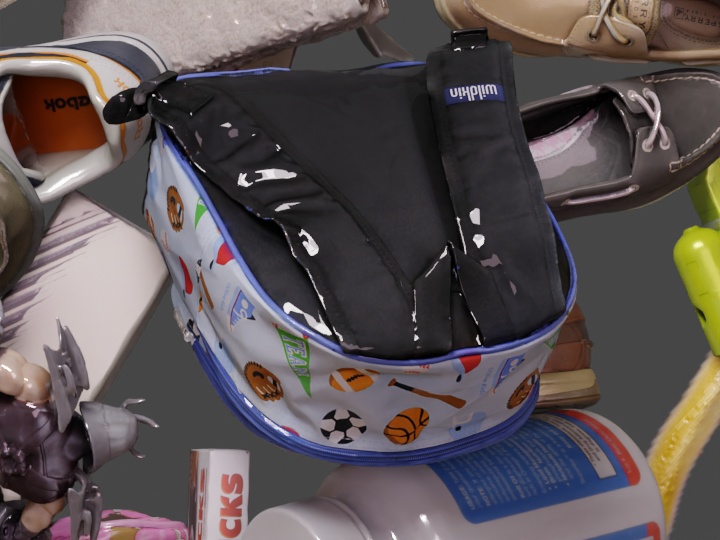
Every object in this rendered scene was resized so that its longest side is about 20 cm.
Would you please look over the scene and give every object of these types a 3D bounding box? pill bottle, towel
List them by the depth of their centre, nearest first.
[{"bbox_3d":[0.043,0.135,0.847,0.199,0.112,0.114,-7,85,-38],"label":"pill bottle"},{"bbox_3d":[-0.077,-0.162,0.879,0.198,0.034,0.134,-16,77,31],"label":"towel"}]

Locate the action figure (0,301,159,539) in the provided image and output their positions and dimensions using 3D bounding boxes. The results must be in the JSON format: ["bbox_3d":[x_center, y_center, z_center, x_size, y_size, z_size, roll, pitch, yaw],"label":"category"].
[{"bbox_3d":[-0.189,0.071,0.788,0.198,0.069,0.132,-3,108,0],"label":"action figure"}]

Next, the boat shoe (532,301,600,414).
[{"bbox_3d":[0.028,0.044,0.922,0.198,0.072,0.068,-2,80,-15],"label":"boat shoe"}]

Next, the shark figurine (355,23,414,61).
[{"bbox_3d":[0.037,-0.220,0.938,0.128,0.089,0.215,41,78,-2],"label":"shark figurine"}]

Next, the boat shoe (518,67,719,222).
[{"bbox_3d":[0.113,-0.061,0.932,0.198,0.057,0.067,-19,78,-1],"label":"boat shoe"}]

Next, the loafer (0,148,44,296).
[{"bbox_3d":[-0.223,0.013,0.829,0.075,0.070,0.200,46,123,-7],"label":"loafer"}]

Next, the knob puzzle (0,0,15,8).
[{"bbox_3d":[-0.213,-0.204,0.904,0.217,0.030,0.222,-2,74,6],"label":"knob puzzle"}]

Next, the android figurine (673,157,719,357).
[{"bbox_3d":[0.259,-0.023,0.977,0.180,0.041,0.202,-21,90,-10],"label":"android figurine"}]

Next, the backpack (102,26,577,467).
[{"bbox_3d":[0.000,0.000,0.800,0.198,0.155,0.191,-11,42,-20],"label":"backpack"}]

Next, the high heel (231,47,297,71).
[{"bbox_3d":[-0.059,-0.139,0.931,0.067,0.095,0.202,11,73,-46],"label":"high heel"}]

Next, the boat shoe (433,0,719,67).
[{"bbox_3d":[0.134,-0.145,0.929,0.198,0.064,0.072,1,97,-25],"label":"boat shoe"}]

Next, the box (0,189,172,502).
[{"bbox_3d":[-0.168,0.064,0.881,0.068,0.082,0.201,30,79,-4],"label":"box"}]

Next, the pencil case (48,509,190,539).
[{"bbox_3d":[-0.131,0.220,0.871,0.086,0.083,0.202,3,85,-9],"label":"pencil case"}]

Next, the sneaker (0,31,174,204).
[{"bbox_3d":[-0.192,-0.068,0.857,0.198,0.080,0.079,-14,110,15],"label":"sneaker"}]

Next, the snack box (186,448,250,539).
[{"bbox_3d":[-0.075,0.191,0.887,0.024,0.072,0.202,3,84,-14],"label":"snack box"}]
